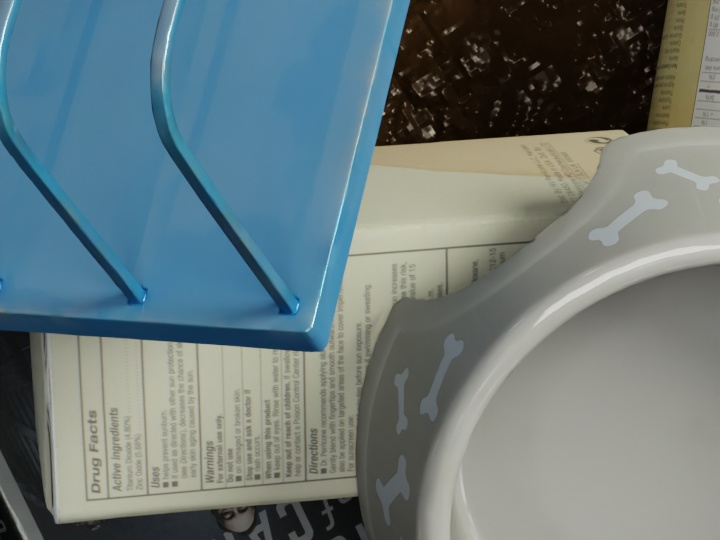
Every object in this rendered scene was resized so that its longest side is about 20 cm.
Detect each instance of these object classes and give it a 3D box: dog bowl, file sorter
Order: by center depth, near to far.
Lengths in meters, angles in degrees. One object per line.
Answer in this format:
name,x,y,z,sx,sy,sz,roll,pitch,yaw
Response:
file sorter,-0.104,-0.071,0.725,0.199,0.123,0.140,3,64,21
dog bowl,0.099,0.061,0.780,0.199,0.059,0.201,-2,112,-6

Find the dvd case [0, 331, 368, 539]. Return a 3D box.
dvd case,-0.058,0.065,0.895,0.150,0.025,0.201,-27,92,-33

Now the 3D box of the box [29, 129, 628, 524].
box,-0.004,0.015,0.822,0.198,0.078,0.096,-3,112,-10

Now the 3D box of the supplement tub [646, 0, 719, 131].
supplement tub,0.166,-0.038,0.878,0.143,0.144,0.202,9,91,-3
